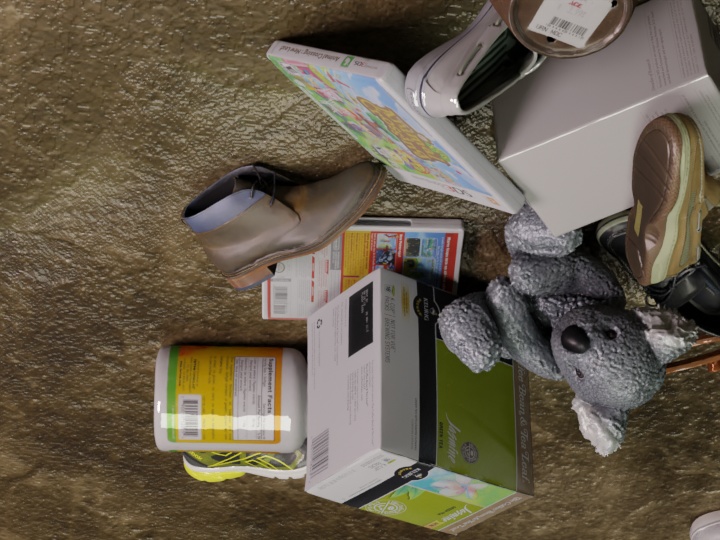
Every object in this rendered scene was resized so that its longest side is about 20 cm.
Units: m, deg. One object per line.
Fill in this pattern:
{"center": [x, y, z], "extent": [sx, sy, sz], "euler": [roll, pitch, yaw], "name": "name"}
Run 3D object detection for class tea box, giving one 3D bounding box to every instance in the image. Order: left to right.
{"center": [0.059, 0.134, 1.800], "extent": [0.196, 0.201, 0.134], "euler": [20, 144, -29], "name": "tea box"}

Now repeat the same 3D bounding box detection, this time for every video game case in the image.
{"center": [0.000, 0.000, 1.816], "extent": [0.199, 0.018, 0.143], "euler": [2, 137, -2], "name": "video game case"}
{"center": [0.030, -0.127, 1.588], "extent": [0.200, 0.022, 0.182], "euler": [42, 167, -35], "name": "video game case"}

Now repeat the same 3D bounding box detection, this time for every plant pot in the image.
{"center": [0.155, -0.264, 1.395], "extent": [0.186, 0.201, 0.187], "euler": [0, 138, 0], "name": "plant pot"}

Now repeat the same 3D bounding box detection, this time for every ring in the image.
{"center": [0.329, 0.089, 1.812], "extent": [0.199, 0.200, 0.019], "euler": [-14, 92, 15], "name": "ring"}

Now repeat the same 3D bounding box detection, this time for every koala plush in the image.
{"center": [0.217, 0.062, 1.719], "extent": [0.178, 0.200, 0.184], "euler": [-55, 144, 5], "name": "koala plush"}

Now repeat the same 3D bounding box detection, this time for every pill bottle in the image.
{"center": [-0.114, 0.136, 1.895], "extent": [0.199, 0.111, 0.111], "euler": [1, 138, -2], "name": "pill bottle"}

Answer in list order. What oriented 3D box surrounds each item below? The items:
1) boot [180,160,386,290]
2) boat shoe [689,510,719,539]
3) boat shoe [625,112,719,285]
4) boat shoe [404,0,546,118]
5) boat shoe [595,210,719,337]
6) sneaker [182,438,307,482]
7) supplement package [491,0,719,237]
{"center": [-0.075, -0.063, 1.700], "extent": [0.200, 0.075, 0.097], "euler": [-34, 120, 22], "name": "boot"}
{"center": [0.487, 0.308, 2.114], "extent": [0.199, 0.069, 0.072], "euler": [-12, 136, 13], "name": "boat shoe"}
{"center": [0.276, -0.067, 1.541], "extent": [0.076, 0.072, 0.200], "euler": [-13, 148, -9], "name": "boat shoe"}
{"center": [0.126, -0.185, 1.491], "extent": [0.067, 0.200, 0.074], "euler": [21, 147, 46], "name": "boat shoe"}
{"center": [0.313, 0.004, 1.789], "extent": [0.200, 0.062, 0.074], "euler": [34, 130, -30], "name": "boat shoe"}
{"center": [-0.112, 0.182, 1.971], "extent": [0.199, 0.075, 0.085], "euler": [-12, 136, 13], "name": "sneaker"}
{"center": [0.229, -0.139, 1.589], "extent": [0.199, 0.120, 0.121], "euler": [-21, 136, 21], "name": "supplement package"}
